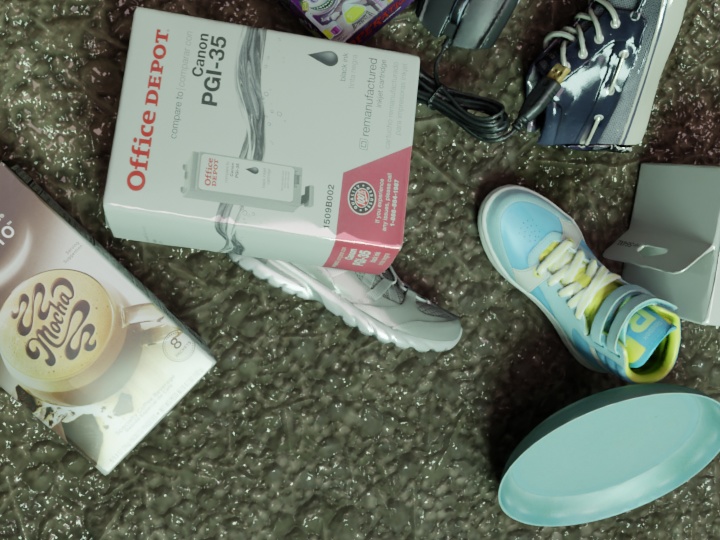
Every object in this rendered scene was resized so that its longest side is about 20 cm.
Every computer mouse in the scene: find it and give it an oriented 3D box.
[{"bbox_3d":[0.108,-0.199,0.727,0.140,0.046,0.200,34,86,12],"label":"computer mouse"}]

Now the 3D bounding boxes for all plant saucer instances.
[{"bbox_3d":[0.206,0.152,0.793,0.200,0.027,0.200,-10,140,-9],"label":"plant saucer"}]

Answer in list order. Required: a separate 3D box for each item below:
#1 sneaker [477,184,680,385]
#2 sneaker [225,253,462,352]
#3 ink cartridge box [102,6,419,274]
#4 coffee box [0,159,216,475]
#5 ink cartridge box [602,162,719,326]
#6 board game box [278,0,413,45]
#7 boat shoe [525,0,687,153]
[{"bbox_3d":[0.184,0.012,0.764,0.080,0.131,0.200,-46,107,-5],"label":"sneaker"},{"bbox_3d":[0.000,0.000,0.735,0.200,0.075,0.082,27,91,-18],"label":"sneaker"},{"bbox_3d":[-0.069,-0.086,0.666,0.200,0.083,0.147,8,78,-8],"label":"ink cartridge box"},{"bbox_3d":[-0.215,0.031,0.671,0.113,0.080,0.200,-46,107,-6],"label":"coffee box"},{"bbox_3d":[0.323,-0.019,0.803,0.200,0.129,0.126,7,95,-18],"label":"ink cartridge box"},{"bbox_3d":[0.018,-0.260,0.705,0.200,0.032,0.120,-43,74,-8],"label":"board game box"},{"bbox_3d":[0.187,-0.182,0.743,0.093,0.075,0.200,-4,122,-13],"label":"boat shoe"}]
